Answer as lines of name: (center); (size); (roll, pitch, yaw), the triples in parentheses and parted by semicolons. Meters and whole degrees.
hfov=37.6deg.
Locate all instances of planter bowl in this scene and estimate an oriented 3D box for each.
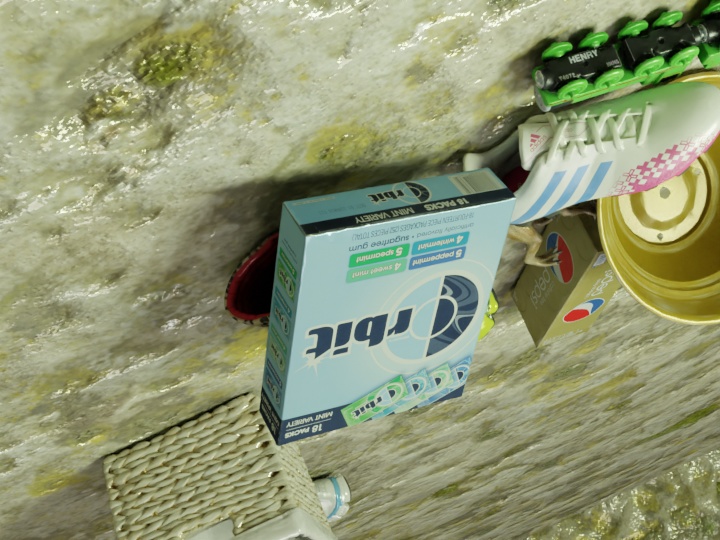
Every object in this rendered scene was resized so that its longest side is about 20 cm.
planter bowl: (0.271, -0.062, 0.885); (0.198, 0.203, 0.083); (-18, -168, -10)

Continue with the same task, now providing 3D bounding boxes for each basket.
basket: (-0.148, 0.257, 1.126); (0.196, 0.162, 0.200); (-23, 157, 1)

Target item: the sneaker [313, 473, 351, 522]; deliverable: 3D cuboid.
sneaker: (-0.101, 0.345, 1.475); (0.086, 0.075, 0.200); (8, 134, -38)

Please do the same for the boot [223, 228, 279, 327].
boot: (0.000, 0.000, 0.844); (0.199, 0.074, 0.150); (-28, 156, 24)

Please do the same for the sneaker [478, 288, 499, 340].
sneaker: (0.043, 0.071, 1.040); (0.080, 0.074, 0.200); (11, 132, -41)

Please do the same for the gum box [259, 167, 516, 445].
gum box: (0.016, 0.029, 0.791); (0.168, 0.045, 0.202); (-12, 132, -25)

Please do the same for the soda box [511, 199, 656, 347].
soda box: (0.209, -0.003, 1.022); (0.063, 0.068, 0.201); (-16, 155, -17)

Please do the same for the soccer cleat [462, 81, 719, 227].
soccer cleat: (0.166, -0.090, 0.779); (0.198, 0.071, 0.086); (-24, 145, 28)

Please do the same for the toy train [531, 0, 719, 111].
toy train: (0.209, -0.154, 0.751); (0.198, 0.042, 0.056); (-18, 166, -13)

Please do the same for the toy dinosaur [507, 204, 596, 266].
toy dinosaur: (0.135, -0.046, 0.908); (0.101, 0.059, 0.200); (24, 122, -40)
